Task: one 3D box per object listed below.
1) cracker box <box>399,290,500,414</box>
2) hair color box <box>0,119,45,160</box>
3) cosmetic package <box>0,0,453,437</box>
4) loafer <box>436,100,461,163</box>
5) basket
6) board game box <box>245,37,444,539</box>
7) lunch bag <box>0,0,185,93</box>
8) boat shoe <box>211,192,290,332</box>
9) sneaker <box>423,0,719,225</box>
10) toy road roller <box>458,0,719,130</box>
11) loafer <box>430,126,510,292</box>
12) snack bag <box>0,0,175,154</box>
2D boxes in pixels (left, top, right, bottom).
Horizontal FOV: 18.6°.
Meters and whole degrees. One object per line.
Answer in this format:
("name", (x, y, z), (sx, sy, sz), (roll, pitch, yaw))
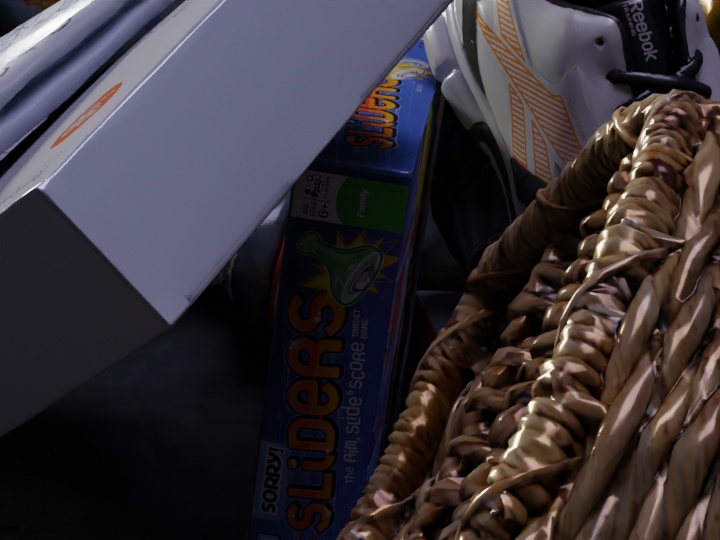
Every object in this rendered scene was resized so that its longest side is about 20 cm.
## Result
("cracker box", (0.122, 0.058, 0.703), (0.199, 0.058, 0.134), (3, 20, -10))
("hair color box", (-0.170, -0.030, 0.852), (0.099, 0.061, 0.200), (-13, 28, -42))
("cosmetic package", (-0.078, -0.015, 0.619), (0.200, 0.052, 0.151), (-31, 18, 49))
("loafer", (0.038, -0.066, 0.894), (0.200, 0.073, 0.071), (32, 7, -29))
("basket", (0.036, 0.059, 0.445), (0.149, 0.143, 0.200), (17, 63, 26))
("board game box", (0.000, 0.000, 0.712), (0.034, 0.136, 0.200), (9, 20, 3))
("lunch bag", (-0.122, -0.130, 0.948), (0.199, 0.122, 0.170), (2, -24, 14))
("boat shoe", (-0.045, -0.027, 0.856), (0.062, 0.071, 0.200), (19, 13, -6))
("sneaker", (0.077, -0.030, 0.632), (0.074, 0.080, 0.200), (-15, 65, -24))
("toy road roller", (0.143, -0.047, 0.807), (0.199, 0.146, 0.123), (10, 35, -21))
("loafer", (0.124, -0.005, 0.712), (0.199, 0.073, 0.072), (-1, 40, -7))
("snack bag", (-0.156, -0.021, 0.666), (0.200, 0.021, 0.189), (-26, 17, 38))
